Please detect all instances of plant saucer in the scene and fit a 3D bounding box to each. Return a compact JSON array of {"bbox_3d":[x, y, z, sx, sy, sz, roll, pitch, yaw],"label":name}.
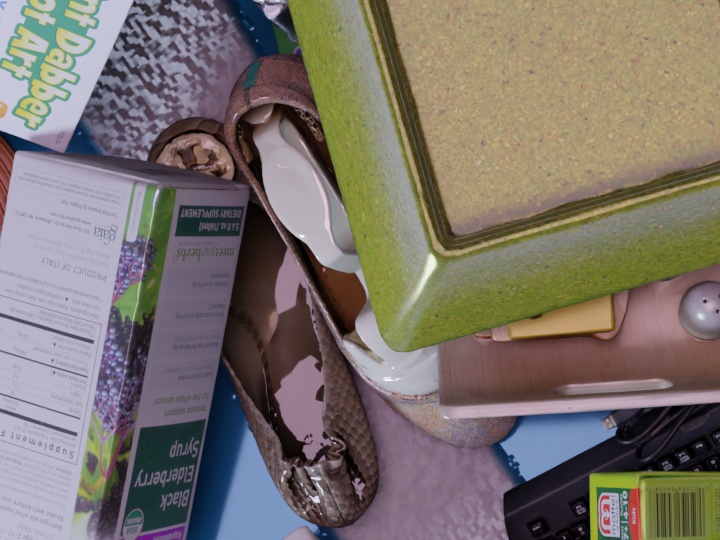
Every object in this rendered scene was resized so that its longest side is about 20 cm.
[{"bbox_3d":[0.077,-0.088,0.912,0.199,0.048,0.201,-16,90,4],"label":"plant saucer"}]

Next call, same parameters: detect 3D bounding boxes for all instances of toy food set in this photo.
[{"bbox_3d":[0.095,-0.043,0.958,0.143,0.060,0.201,-5,83,3],"label":"toy food set"}]

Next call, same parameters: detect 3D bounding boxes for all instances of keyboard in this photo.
[{"bbox_3d":[0.150,0.082,1.000,0.199,0.040,0.104,-29,105,12],"label":"keyboard"}]

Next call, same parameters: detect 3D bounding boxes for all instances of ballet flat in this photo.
[{"bbox_3d":[-0.045,0.022,1.062,0.067,0.046,0.201,-23,82,7],"label":"ballet flat"},{"bbox_3d":[0.000,0.000,1.023,0.068,0.067,0.200,-34,96,15],"label":"ballet flat"}]

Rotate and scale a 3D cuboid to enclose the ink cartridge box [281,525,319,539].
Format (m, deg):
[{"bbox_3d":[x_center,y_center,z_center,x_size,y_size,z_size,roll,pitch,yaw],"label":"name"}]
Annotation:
[{"bbox_3d":[-0.050,0.221,0.986,0.161,0.050,0.200,-36,37,6],"label":"ink cartridge box"}]

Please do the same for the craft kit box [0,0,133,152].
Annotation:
[{"bbox_3d":[-0.177,-0.154,0.939,0.197,0.200,0.049,18,48,-13],"label":"craft kit box"}]

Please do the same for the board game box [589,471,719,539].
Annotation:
[{"bbox_3d":[0.194,0.132,0.963,0.199,0.048,0.102,1,86,-19],"label":"board game box"}]

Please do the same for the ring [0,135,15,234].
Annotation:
[{"bbox_3d":[-0.243,0.004,1.114,0.199,0.019,0.202,-1,86,11],"label":"ring"}]

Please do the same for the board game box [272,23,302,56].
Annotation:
[{"bbox_3d":[0.064,-0.106,1.061,0.199,0.029,0.135,-15,83,9],"label":"board game box"}]

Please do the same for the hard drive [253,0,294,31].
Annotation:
[{"bbox_3d":[-0.045,-0.218,0.973,0.140,0.038,0.200,-40,80,5],"label":"hard drive"}]

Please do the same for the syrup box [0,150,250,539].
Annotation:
[{"bbox_3d":[-0.116,0.053,1.034,0.081,0.079,0.201,13,96,28],"label":"syrup box"}]
